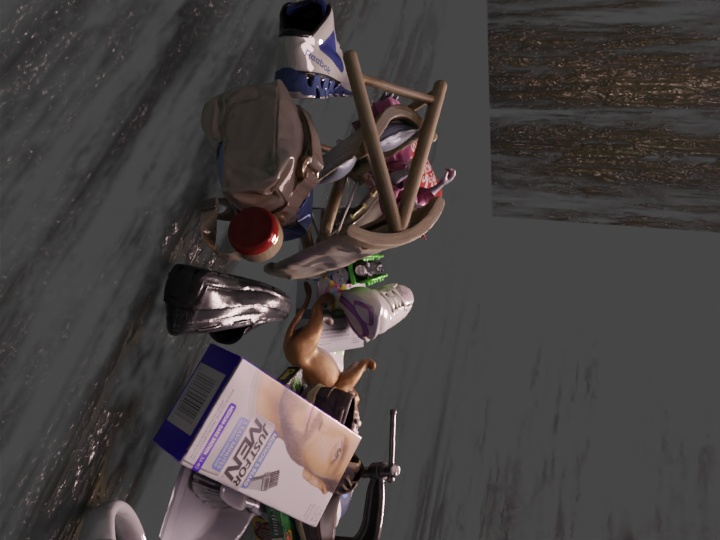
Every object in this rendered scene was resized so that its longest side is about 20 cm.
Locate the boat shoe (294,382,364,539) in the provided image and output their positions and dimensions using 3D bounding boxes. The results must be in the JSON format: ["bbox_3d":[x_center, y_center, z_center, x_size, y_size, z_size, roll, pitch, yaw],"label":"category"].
[{"bbox_3d":[-0.037,0.239,0.801,0.074,0.072,0.203,-9,99,-71],"label":"boat shoe"}]

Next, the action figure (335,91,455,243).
[{"bbox_3d":[0.036,-0.124,0.873,0.134,0.148,0.202,24,50,-55],"label":"action figure"}]

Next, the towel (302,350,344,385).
[{"bbox_3d":[-0.045,0.084,1.064,0.149,0.030,0.202,38,59,-72],"label":"towel"}]

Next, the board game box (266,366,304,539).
[{"bbox_3d":[-0.087,0.229,0.802,0.105,0.023,0.202,-41,129,-63],"label":"board game box"}]

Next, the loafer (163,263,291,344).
[{"bbox_3d":[-0.134,0.040,0.691,0.200,0.067,0.071,19,85,-68],"label":"loafer"}]

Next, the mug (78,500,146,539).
[{"bbox_3d":[-0.180,0.277,0.511,0.176,0.146,0.201,81,-9,-55],"label":"mug"}]

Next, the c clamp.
[{"bbox_3d":[-0.012,0.282,0.848,0.027,0.200,0.173,20,58,-28],"label":"c clamp"}]

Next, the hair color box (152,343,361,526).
[{"bbox_3d":[-0.097,0.172,0.683,0.200,0.064,0.110,43,70,-41],"label":"hair color box"}]

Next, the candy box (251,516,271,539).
[{"bbox_3d":[-0.101,0.295,0.897,0.117,0.056,0.202,-58,146,-57],"label":"candy box"}]

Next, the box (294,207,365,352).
[{"bbox_3d":[-0.040,0.017,0.986,0.156,0.041,0.203,5,86,-64],"label":"box"}]

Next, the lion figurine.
[{"bbox_3d":[-0.053,0.127,0.876,0.122,0.072,0.201,-40,101,-28],"label":"lion figurine"}]

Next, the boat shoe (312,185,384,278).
[{"bbox_3d":[-0.018,-0.056,0.914,0.201,0.060,0.072,-38,175,-42],"label":"boat shoe"}]

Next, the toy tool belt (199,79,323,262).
[{"bbox_3d":[-0.093,-0.081,0.675,0.123,0.123,0.202,72,11,-63],"label":"toy tool belt"}]

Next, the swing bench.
[{"bbox_3d":[-0.010,-0.097,0.749,0.129,0.198,0.202,7,77,-31],"label":"swing bench"}]

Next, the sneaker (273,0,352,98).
[{"bbox_3d":[-0.049,-0.278,0.844,0.199,0.080,0.116,-41,136,-65],"label":"sneaker"}]

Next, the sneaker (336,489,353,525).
[{"bbox_3d":[-0.049,0.293,1.056,0.146,0.080,0.203,-34,125,-79],"label":"sneaker"}]

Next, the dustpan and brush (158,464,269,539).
[{"bbox_3d":[-0.137,0.256,0.751,0.201,0.057,0.141,69,30,-58],"label":"dustpan and brush"}]

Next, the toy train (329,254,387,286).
[{"bbox_3d":[0.000,0.000,0.905,0.200,0.056,0.042,-10,88,-82],"label":"toy train"}]

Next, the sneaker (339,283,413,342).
[{"bbox_3d":[0.025,0.043,0.906,0.075,0.099,0.200,57,-5,5],"label":"sneaker"}]

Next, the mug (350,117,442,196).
[{"bbox_3d":[0.046,-0.193,1.186,0.133,0.177,0.200,-43,149,-6],"label":"mug"}]
